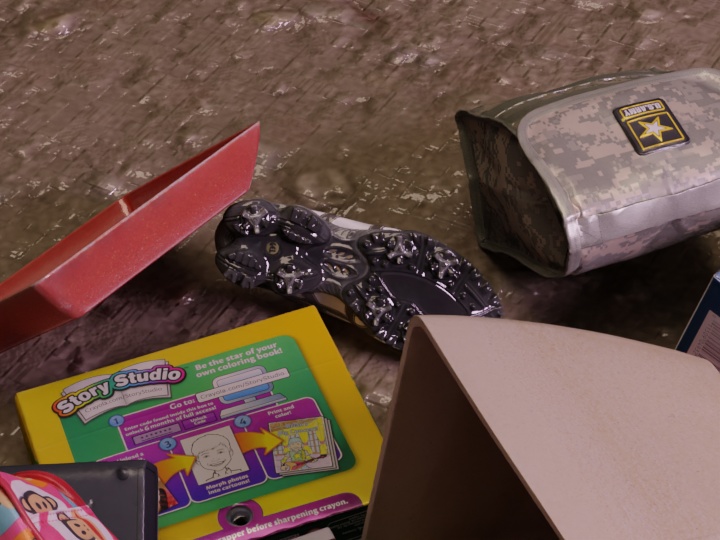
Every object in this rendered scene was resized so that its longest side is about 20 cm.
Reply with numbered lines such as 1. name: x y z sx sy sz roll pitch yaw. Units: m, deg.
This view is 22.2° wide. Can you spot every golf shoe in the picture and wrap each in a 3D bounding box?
1. golf shoe: 0.000 0.000 1.219 0.199 0.078 0.094 23 1 -6

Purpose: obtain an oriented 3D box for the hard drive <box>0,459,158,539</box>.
1. hard drive: -0.209 0.178 0.994 0.198 0.033 0.141 -3 75 8

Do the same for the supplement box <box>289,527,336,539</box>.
1. supplement box: -0.027 0.238 0.963 0.108 0.061 0.200 -16 42 -14

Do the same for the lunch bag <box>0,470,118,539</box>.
1. lunch bag: -0.170 0.218 0.911 0.176 0.082 0.200 -47 73 8

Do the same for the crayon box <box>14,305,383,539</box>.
1. crayon box: -0.091 0.120 1.103 0.198 0.059 0.173 -16 42 -14

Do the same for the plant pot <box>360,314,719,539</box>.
1. plant pot: 0.128 0.147 0.973 0.176 0.201 0.200 -8 40 -23

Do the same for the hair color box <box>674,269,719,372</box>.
1. hair color box: 0.280 -0.001 1.160 0.060 0.100 0.200 37 52 17

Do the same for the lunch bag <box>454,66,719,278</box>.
1. lunch bag: 0.172 -0.067 1.211 0.163 0.119 0.200 -15 14 -14

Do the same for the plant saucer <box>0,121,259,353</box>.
1. plant saucer: -0.170 -0.010 1.198 0.200 0.037 0.199 -41 11 -35
